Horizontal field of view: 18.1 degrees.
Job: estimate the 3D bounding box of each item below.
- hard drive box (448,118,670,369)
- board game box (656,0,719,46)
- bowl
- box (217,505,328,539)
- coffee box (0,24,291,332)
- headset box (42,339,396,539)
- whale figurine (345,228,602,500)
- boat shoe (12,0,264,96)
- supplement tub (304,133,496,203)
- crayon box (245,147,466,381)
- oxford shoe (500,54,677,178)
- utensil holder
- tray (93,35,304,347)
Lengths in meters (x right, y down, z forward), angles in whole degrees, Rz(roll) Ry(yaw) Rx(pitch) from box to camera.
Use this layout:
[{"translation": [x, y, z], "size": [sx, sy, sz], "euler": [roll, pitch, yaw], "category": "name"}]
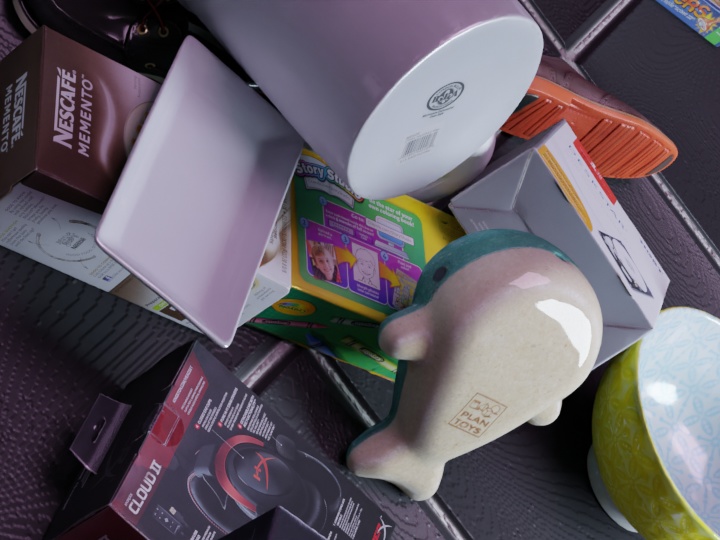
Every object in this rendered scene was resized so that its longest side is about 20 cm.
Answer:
[{"translation": [0.150, -0.019, 1.662], "size": [0.156, 0.077, 0.200], "euler": [56, 14, -3], "category": "hard drive box"}, {"translation": [0.301, -0.323, 2.129], "size": [0.135, 0.034, 0.200], "euler": [31, 45, -30], "category": "board game box"}, {"translation": [0.233, 0.138, 1.673], "size": [0.200, 0.108, 0.201], "euler": [28, 47, -33], "category": "bowl"}, {"translation": [-0.085, 0.257, 1.186], "size": [0.104, 0.182, 0.200], "euler": [38, 41, -22], "category": "box"}, {"translation": [-0.143, -0.052, 1.421], "size": [0.200, 0.080, 0.115], "euler": [25, 48, -35], "category": "coffee box"}, {"translation": [-0.088, 0.151, 1.342], "size": [0.200, 0.075, 0.149], "euler": [43, 40, -17], "category": "headset box"}, {"translation": [0.067, 0.058, 1.502], "size": [0.159, 0.200, 0.104], "euler": [24, 23, -34], "category": "whale figurine"}, {"translation": [-0.140, -0.162, 1.518], "size": [0.201, 0.063, 0.074], "euler": [21, 52, -36], "category": "boat shoe"}, {"translation": [0.018, -0.162, 1.619], "size": [0.145, 0.145, 0.201], "euler": [22, 50, -37], "category": "supplement tub"}, {"translation": [0.000, 0.000, 1.557], "size": [0.200, 0.058, 0.119], "euler": [23, 49, -36], "category": "crayon box"}, {"translation": [0.181, -0.134, 1.841], "size": [0.200, 0.071, 0.073], "euler": [23, 44, -35], "category": "oxford shoe"}, {"translation": [-0.003, -0.170, 1.445], "size": [0.170, 0.170, 0.200], "euler": [-9, 51, -50], "category": "utensil holder"}, {"translation": [-0.099, -0.048, 1.382], "size": [0.107, 0.022, 0.200], "euler": [40, 41, -20], "category": "tray"}]
